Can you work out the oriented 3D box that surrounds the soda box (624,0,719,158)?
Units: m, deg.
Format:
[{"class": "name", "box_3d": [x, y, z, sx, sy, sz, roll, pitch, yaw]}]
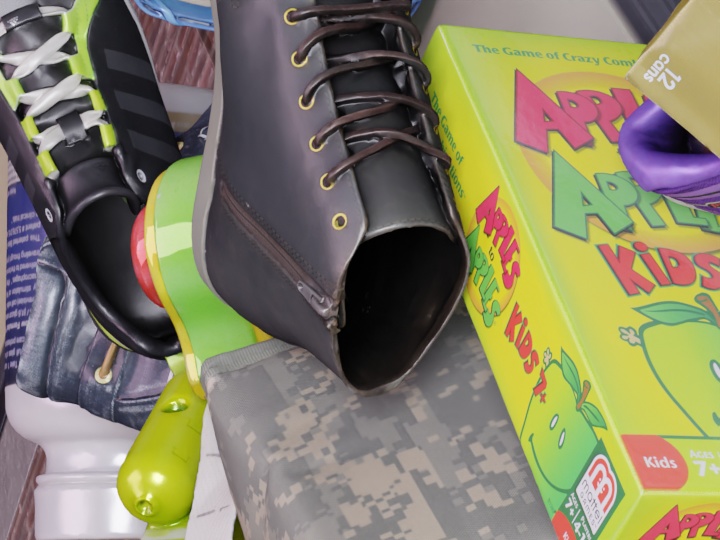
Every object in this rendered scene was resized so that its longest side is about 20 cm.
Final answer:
[{"class": "soda box", "box_3d": [0.157, -0.108, 0.744, 0.200, 0.064, 0.068, -51, -1, 32]}]

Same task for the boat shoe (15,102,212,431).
[{"class": "boat shoe", "box_3d": [-0.079, -0.031, 1.219, 0.071, 0.091, 0.201, 78, -153, -74]}]

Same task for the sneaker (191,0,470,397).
[{"class": "sneaker", "box_3d": [0.001, -0.066, 0.912, 0.106, 0.075, 0.200, 36, 128, 56]}]

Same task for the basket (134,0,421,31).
[{"class": "basket", "box_3d": [-0.027, -0.159, 1.125, 0.200, 0.139, 0.177, -121, 35, -62]}]

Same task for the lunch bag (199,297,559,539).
[{"class": "lunch bag", "box_3d": [0.037, 0.130, 0.976, 0.164, 0.117, 0.200, -124, 16, -52]}]

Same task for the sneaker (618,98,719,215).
[{"class": "sneaker", "box_3d": [0.139, -0.081, 0.834, 0.200, 0.083, 0.081, -61, 36, 41]}]

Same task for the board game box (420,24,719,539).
[{"class": "board game box", "box_3d": [0.089, 0.009, 0.906, 0.200, 0.101, 0.048, -110, 34, -40]}]

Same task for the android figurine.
[{"class": "android figurine", "box_3d": [-0.048, 0.134, 1.107, 0.200, 0.041, 0.182, -64, -36, -53]}]

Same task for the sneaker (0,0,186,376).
[{"class": "sneaker", "box_3d": [-0.101, -0.050, 1.119, 0.200, 0.072, 0.083, 64, 177, -16]}]

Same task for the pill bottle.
[{"class": "pill bottle", "box_3d": [-0.105, 0.022, 1.302, 0.111, 0.111, 0.200, 167, 106, -64]}]

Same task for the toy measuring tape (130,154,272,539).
[{"class": "toy measuring tape", "box_3d": [-0.055, 0.018, 1.050, 0.074, 0.073, 0.200, 125, 162, -48]}]
